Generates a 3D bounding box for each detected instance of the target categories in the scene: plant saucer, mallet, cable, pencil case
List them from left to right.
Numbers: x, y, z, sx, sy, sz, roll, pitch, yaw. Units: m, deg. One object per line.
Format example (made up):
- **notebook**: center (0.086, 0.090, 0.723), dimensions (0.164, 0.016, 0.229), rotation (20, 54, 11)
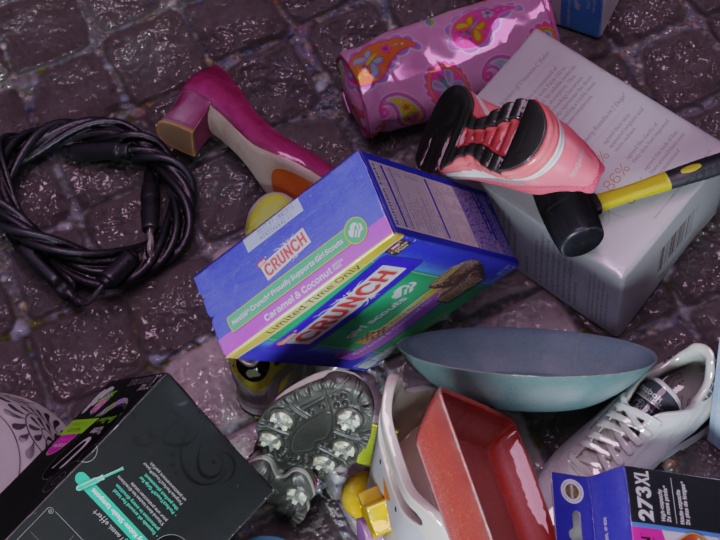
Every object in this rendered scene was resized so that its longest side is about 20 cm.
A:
- **cable**: center (-0.239, -0.070, 1.484), dimensions (0.163, 0.051, 0.200), rotation (-40, 64, -16)
- **pencil case**: center (0.080, -0.185, 1.503), dimensions (0.198, 0.088, 0.088), rotation (-22, 61, -8)
- **plant saucer**: center (0.101, 0.192, 1.197), dimensions (0.036, 0.199, 0.202), rotation (-24, 72, 14)
- **plant saucer**: center (0.127, 0.079, 1.316), dimensions (0.199, 0.201, 0.039), rotation (2, 97, 6)
- **mallet**: center (0.228, -0.076, 1.335), dimensions (0.199, 0.041, 0.066), rotation (-24, 60, -13)

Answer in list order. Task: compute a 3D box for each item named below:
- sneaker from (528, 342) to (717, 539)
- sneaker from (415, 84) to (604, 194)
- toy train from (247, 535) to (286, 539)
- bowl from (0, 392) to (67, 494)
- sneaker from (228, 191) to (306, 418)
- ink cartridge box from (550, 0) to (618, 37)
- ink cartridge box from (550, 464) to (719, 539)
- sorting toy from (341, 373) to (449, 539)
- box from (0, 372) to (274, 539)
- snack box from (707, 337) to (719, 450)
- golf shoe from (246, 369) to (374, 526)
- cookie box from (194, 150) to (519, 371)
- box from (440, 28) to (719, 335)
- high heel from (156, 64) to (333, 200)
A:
- **sneaker**: center (0.199, 0.131, 1.316), dimensions (0.200, 0.081, 0.076), rotation (-42, 68, -14)
- **sneaker**: center (0.111, -0.086, 1.302), dimensions (0.086, 0.200, 0.074), rotation (26, 89, -27)
- **toy train**: center (-0.143, 0.261, 1.284), dimensions (0.198, 0.085, 0.116), rotation (-5, 44, 10)
- **bowl**: center (-0.317, 0.167, 1.335), dimensions (0.199, 0.094, 0.202), rotation (-2, 61, 3)
- **sneaker**: center (-0.069, 0.018, 1.405), dimensions (0.075, 0.077, 0.202), rotation (-4, 60, 5)
- **ink cartridge box**: center (0.151, -0.305, 1.570), dimensions (0.198, 0.067, 0.116), rotation (21, 66, 16)
- **ink cartridge box**: center (0.236, 0.199, 1.256), dimensions (0.198, 0.037, 0.095), rotation (9, 59, -18)
- **sorting toy**: center (0.043, 0.165, 1.253), dimensions (0.106, 0.181, 0.201), rotation (-16, 60, -4)
- **box**: center (-0.191, 0.189, 1.246), dimensions (0.124, 0.148, 0.200), rotation (48, 68, -12)
- **snack box**: center (0.353, 0.045, 1.298), dimensions (0.200, 0.169, 0.068), rotation (-42, 62, -16)
- **golf shoe**: center (-0.040, 0.112, 1.285), dimensions (0.077, 0.200, 0.089), rotation (27, 54, -8)
- **cookie box**: center (0.000, 0.000, 1.301), dimensions (0.171, 0.199, 0.076), rotation (-36, 67, 24)
- **box**: center (0.178, -0.074, 1.416), dimensions (0.199, 0.107, 0.152), rotation (36, 70, 21)
- **high heel**: center (-0.074, -0.116, 1.496), dimensions (0.199, 0.068, 0.096), rotation (21, 52, 19)
